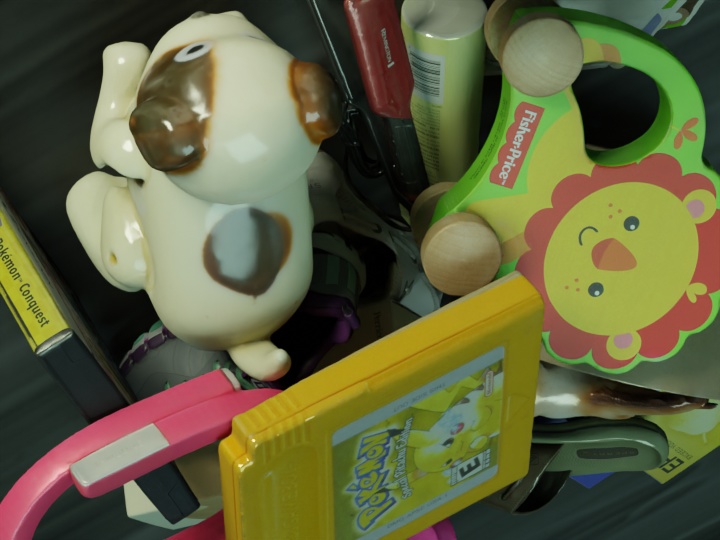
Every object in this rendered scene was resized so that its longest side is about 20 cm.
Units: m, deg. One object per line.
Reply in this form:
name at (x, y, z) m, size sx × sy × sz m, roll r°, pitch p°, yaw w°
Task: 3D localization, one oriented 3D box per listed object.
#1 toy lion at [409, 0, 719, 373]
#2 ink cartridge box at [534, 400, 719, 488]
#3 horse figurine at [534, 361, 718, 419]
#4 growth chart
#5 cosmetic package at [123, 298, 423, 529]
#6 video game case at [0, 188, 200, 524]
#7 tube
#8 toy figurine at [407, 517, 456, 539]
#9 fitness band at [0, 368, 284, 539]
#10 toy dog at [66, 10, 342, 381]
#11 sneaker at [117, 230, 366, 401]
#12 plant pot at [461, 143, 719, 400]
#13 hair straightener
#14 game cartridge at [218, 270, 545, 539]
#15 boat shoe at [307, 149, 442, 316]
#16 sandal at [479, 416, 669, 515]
toy lion at (0.138, -0.042, 1.259) m, size 0.191 × 0.069 × 0.201 m, roll 15°, pitch 110°, yaw -14°
ink cartridge box at (0.214, 0.096, 1.652) m, size 0.200 × 0.047 × 0.198 m, roll -39°, pitch 141°, yaw 15°
horse figurine at (0.130, 0.070, 1.481) m, size 0.199 × 0.133 × 0.050 m, roll 10°, pitch 103°, yaw -7°
growth chart at (0.158, -0.163, 1.279) m, size 0.144 × 0.018 × 0.200 m, roll -4°, pitch 158°, yaw -30°
cosmetic package at (-0.052, 0.093, 1.385) m, size 0.199 × 0.106 × 0.071 m, roll -16°, pitch 162°, yaw 18°
video game case at (-0.169, 0.031, 1.233) m, size 0.025 × 0.181 × 0.200 m, roll -33°, pitch 143°, yaw -4°
tube at (0.047, -0.082, 1.324) m, size 0.052 × 0.058 × 0.200 m, roll 8°, pitch 135°, yaw 7°
toy figurine at (-0.016, 0.171, 1.460) m, size 0.199 × 0.184 × 0.151 m, roll 8°, pitch 108°, yaw -21°
fitness band at (-0.112, 0.128, 1.204) m, size 0.200 × 0.037 × 0.144 m, roll -23°, pitch 142°, yaw -24°
toy dog at (-0.082, -0.053, 1.184) m, size 0.139 × 0.194 × 0.200 m, roll -5°, pitch 148°, yaw -12°
sneaker at (-0.081, 0.058, 1.299) m, size 0.200 × 0.088 × 0.074 m, roll -40°, pitch 114°, yaw 19°
plant pot at (0.172, -0.007, 1.409) m, size 0.200 × 0.200 × 0.135 m, roll 8°, pitch 98°, yaw -37°
hair straightener at (0.006, -0.098, 1.279) m, size 0.041 × 0.077 × 0.200 m, roll -44°, pitch 135°, yaw -22°
game cartridge at (0.013, 0.104, 1.241) m, size 0.200 × 0.032 × 0.177 m, roll -28°, pitch 145°, yaw -21°
boat shoe at (0.000, 0.000, 1.388) m, size 0.071 × 0.069 × 0.200 m, roll -34°, pitch 142°, yaw 12°
sandal at (0.129, 0.149, 1.618) m, size 0.200 × 0.058 × 0.080 m, roll -8°, pitch 152°, yaw 15°
